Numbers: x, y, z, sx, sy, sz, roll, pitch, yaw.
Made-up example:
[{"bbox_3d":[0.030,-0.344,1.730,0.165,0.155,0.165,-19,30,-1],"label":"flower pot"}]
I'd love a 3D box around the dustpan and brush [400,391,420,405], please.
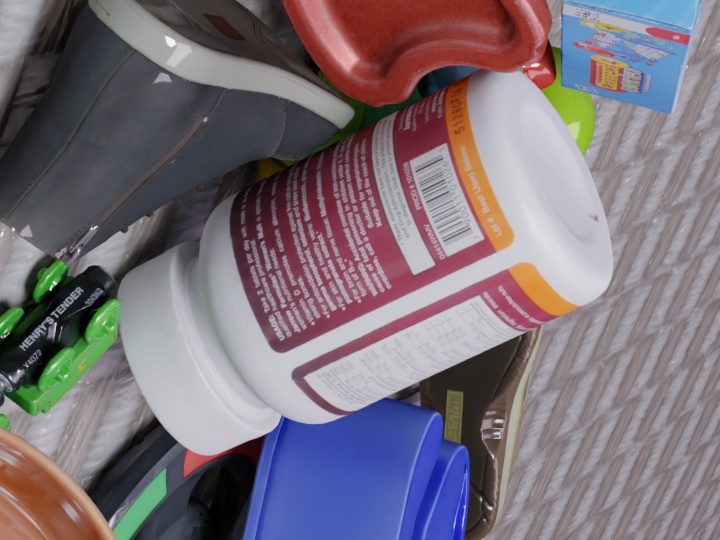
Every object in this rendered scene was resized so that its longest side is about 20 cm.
[{"bbox_3d":[0.014,0.174,1.598,0.139,0.057,0.201,-22,139,-57],"label":"dustpan and brush"}]

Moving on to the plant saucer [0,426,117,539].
[{"bbox_3d":[-0.178,0.148,0.979,0.201,0.200,0.032,-54,-174,-10],"label":"plant saucer"}]

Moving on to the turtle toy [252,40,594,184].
[{"bbox_3d":[0.042,-0.077,1.262,0.200,0.101,0.146,-16,134,-60],"label":"turtle toy"}]

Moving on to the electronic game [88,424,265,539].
[{"bbox_3d":[-0.102,0.150,1.337,0.200,0.041,0.201,-46,156,-28],"label":"electronic game"}]

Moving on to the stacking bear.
[{"bbox_3d":[0.052,-0.183,1.139,0.114,0.121,0.200,52,50,-24],"label":"stacking bear"}]

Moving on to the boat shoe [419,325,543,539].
[{"bbox_3d":[0.070,0.053,1.535,0.076,0.071,0.201,-37,141,-64],"label":"boat shoe"}]

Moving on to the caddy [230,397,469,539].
[{"bbox_3d":[-0.017,0.148,1.328,0.141,0.104,0.201,55,45,-67],"label":"caddy"}]

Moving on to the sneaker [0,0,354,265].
[{"bbox_3d":[-0.081,-0.057,1.083,0.106,0.075,0.200,-51,159,12],"label":"sneaker"}]

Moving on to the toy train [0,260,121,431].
[{"bbox_3d":[-0.169,0.073,1.090,0.200,0.042,0.056,-47,167,-26],"label":"toy train"}]

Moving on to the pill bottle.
[{"bbox_3d":[0.000,0.000,1.154,0.199,0.110,0.109,-25,168,20],"label":"pill bottle"}]

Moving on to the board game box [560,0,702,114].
[{"bbox_3d":[0.137,-0.184,1.160,0.200,0.056,0.197,58,47,-82],"label":"board game box"}]
